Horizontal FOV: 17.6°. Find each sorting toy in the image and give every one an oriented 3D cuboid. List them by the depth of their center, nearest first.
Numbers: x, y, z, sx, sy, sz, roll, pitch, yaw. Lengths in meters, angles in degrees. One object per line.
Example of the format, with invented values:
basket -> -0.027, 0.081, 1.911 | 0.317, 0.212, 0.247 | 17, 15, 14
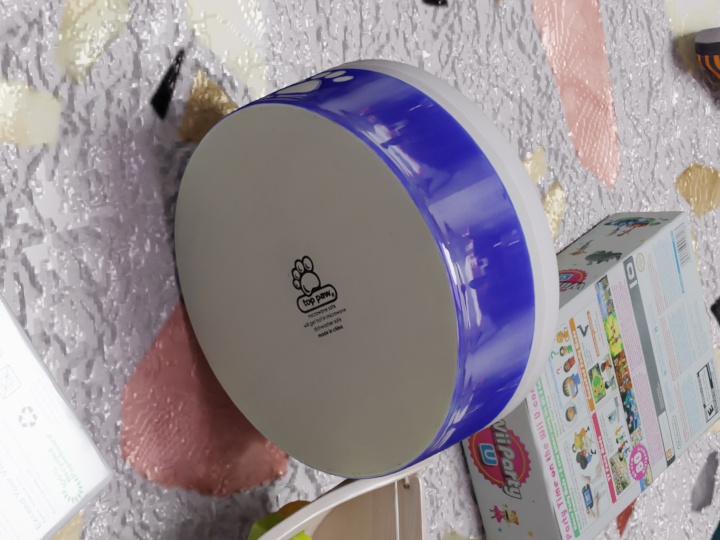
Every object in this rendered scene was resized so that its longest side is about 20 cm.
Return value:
sorting toy -> -0.039, 0.203, 1.186 | 0.180, 0.106, 0.202 | -14, 103, -62

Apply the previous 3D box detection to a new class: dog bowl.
dog bowl -> 0.000, 0.000, 1.174 | 0.079, 0.199, 0.202 | -25, 111, -43

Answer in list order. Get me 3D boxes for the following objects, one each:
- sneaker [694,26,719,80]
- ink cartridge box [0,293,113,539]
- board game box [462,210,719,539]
sneaker -> 0.296, -0.107, 1.608 | 0.199, 0.077, 0.113 | 7, 86, -50
ink cartridge box -> -0.227, 0.070, 1.010 | 0.200, 0.043, 0.197 | -42, 111, -37
board game box -> 0.144, 0.069, 1.453 | 0.200, 0.064, 0.149 | -34, 117, -45
